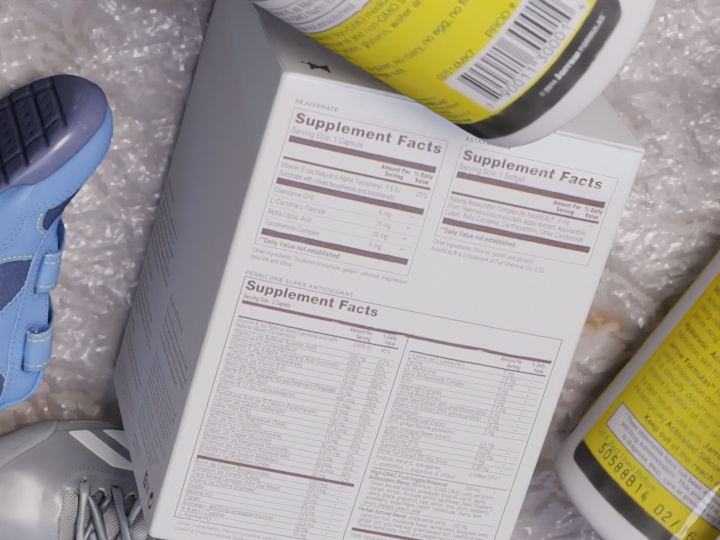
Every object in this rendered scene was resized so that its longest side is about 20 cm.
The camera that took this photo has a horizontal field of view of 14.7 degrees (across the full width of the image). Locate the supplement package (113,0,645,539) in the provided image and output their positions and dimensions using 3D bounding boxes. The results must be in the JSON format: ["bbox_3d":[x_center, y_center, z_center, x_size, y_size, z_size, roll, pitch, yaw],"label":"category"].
[{"bbox_3d":[0.000,0.000,1.142,0.150,0.152,0.201,11,111,-16],"label":"supplement package"}]

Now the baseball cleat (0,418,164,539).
[{"bbox_3d":[-0.076,0.103,1.186,0.199,0.106,0.070,2,95,-30],"label":"baseball cleat"}]

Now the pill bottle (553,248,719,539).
[{"bbox_3d":[0.185,0.043,1.220,0.111,0.111,0.200,32,105,-22],"label":"pill bottle"}]

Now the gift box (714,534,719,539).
[{"bbox_3d":[0.253,0.140,1.098,0.199,0.185,0.187,-11,152,-34],"label":"gift box"}]

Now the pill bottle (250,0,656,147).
[{"bbox_3d":[0.001,-0.137,0.976,0.200,0.114,0.114,30,105,-25],"label":"pill bottle"}]

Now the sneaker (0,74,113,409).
[{"bbox_3d":[-0.157,0.004,1.162,0.082,0.074,0.200,32,112,-24],"label":"sneaker"}]
